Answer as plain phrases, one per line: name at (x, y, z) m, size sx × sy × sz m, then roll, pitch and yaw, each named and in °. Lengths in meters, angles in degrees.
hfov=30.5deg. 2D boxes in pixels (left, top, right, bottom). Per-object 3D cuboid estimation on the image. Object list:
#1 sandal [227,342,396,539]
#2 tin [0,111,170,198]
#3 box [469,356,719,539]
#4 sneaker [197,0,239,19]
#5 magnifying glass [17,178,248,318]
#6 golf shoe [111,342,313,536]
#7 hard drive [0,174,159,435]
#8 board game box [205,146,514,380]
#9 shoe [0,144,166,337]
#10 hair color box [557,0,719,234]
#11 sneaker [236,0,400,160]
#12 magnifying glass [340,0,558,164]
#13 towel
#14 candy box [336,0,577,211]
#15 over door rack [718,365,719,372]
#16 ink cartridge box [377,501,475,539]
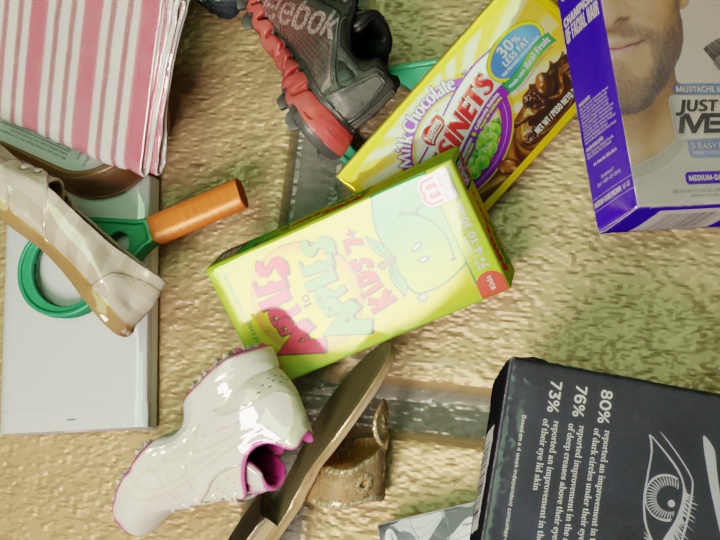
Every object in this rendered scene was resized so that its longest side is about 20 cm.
sandal at (-0.016, 0.153, 0.963) m, size 0.069 × 0.078 × 0.212 m, roll 35°, pitch 100°, yaw -12°
tin at (-0.247, -0.131, 1.080) m, size 0.199 × 0.042 × 0.113 m, roll 23°, pitch 81°, yaw 25°
box at (0.173, 0.151, 0.838) m, size 0.198 × 0.104 × 0.149 m, roll 11°, pitch 75°, yaw 3°
sneaker at (-0.137, -0.296, 1.071) m, size 0.086 × 0.078 × 0.201 m, roll -33°, pitch 72°, yaw 6°
magnifying glass at (-0.180, -0.023, 1.035) m, size 0.199 × 0.022 × 0.080 m, roll -23°, pitch 74°, yaw 14°
golf shoe at (-0.110, 0.144, 0.958) m, size 0.092 × 0.075 × 0.200 m, roll 49°, pitch 121°, yaw 15°
hard drive at (-0.226, 0.029, 1.063) m, size 0.131 × 0.026 × 0.202 m, roll -5°, pitch 79°, yaw 17°
board game box at (0.000, 0.000, 0.956) m, size 0.199 × 0.048 × 0.102 m, roll -23°, pitch 102°, yaw 16°
shoe at (-0.226, -0.036, 1.007) m, size 0.053 × 0.070 × 0.200 m, roll -46°, pitch 78°, yaw 5°
hair color box at (0.208, -0.132, 0.912) m, size 0.108 × 0.065 × 0.202 m, roll -4°, pitch 75°, yaw -18°
sneaker at (-0.029, -0.177, 0.997) m, size 0.098 × 0.071 × 0.201 m, roll -36°, pitch 51°, yaw 13°
magnifying glass at (0.064, -0.143, 0.998) m, size 0.199 × 0.022 × 0.080 m, roll -32°, pitch 72°, yaw 9°
towel at (-0.221, -0.170, 1.015) m, size 0.199 × 0.030 × 0.147 m, roll 23°, pitch 113°, yaw 25°
candy box at (0.084, -0.109, 0.965) m, size 0.102 × 0.026 × 0.200 m, roll 42°, pitch 98°, yaw -1°
over door rack at (0.343, 0.040, 0.849) m, size 0.199 × 0.067 × 0.149 m, roll 26°, pitch 88°, yaw -1°
ink cartridge box at (0.116, 0.203, 0.914) m, size 0.198 × 0.039 × 0.100 m, roll -17°, pitch 74°, yaw 13°
